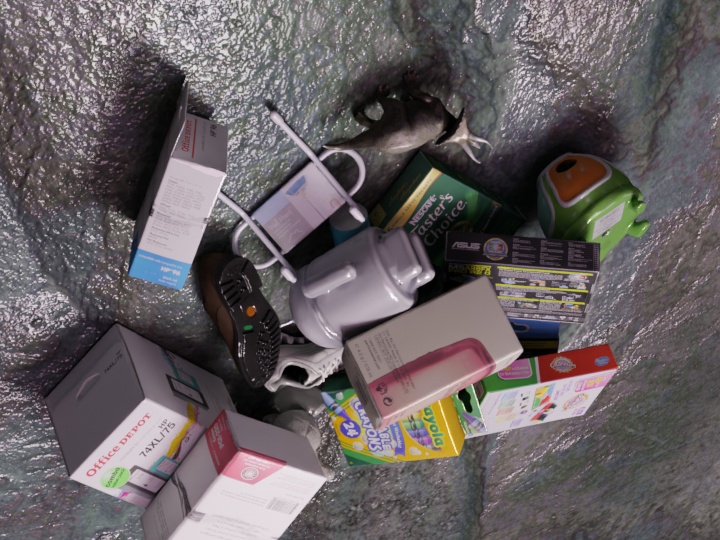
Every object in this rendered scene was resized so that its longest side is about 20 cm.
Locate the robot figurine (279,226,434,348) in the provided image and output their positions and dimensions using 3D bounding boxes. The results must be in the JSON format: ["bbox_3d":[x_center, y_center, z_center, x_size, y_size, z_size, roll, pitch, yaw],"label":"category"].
[{"bbox_3d":[-0.007,0.023,1.589,0.199,0.114,0.169,-30,156,19],"label":"robot figurine"}]

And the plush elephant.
[{"bbox_3d":[-0.106,0.246,1.748,0.153,0.165,0.201,-8,124,31],"label":"plush elephant"}]

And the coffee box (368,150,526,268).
[{"bbox_3d":[0.115,-0.067,1.697,0.199,0.044,0.123,26,113,-41],"label":"coffee box"}]

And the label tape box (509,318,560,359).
[{"bbox_3d":[0.212,0.119,1.865,0.141,0.067,0.202,1,129,2],"label":"label tape box"}]

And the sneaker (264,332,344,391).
[{"bbox_3d":[-0.058,0.122,1.736,0.198,0.081,0.076,-8,129,-26],"label":"sneaker"}]

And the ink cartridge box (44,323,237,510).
[{"bbox_3d":[-0.270,0.197,1.629,0.147,0.147,0.199,-45,134,12],"label":"ink cartridge box"}]

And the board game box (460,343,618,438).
[{"bbox_3d":[0.242,0.170,1.789,0.197,0.041,0.154,-9,151,-17],"label":"board game box"}]

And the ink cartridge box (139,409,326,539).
[{"bbox_3d":[-0.161,0.286,1.597,0.145,0.085,0.201,24,112,-36],"label":"ink cartridge box"}]

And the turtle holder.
[{"bbox_3d":[0.309,-0.082,1.731,0.141,0.132,0.185,-45,156,16],"label":"turtle holder"}]

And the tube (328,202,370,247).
[{"bbox_3d":[0.000,0.000,1.686,0.077,0.050,0.201,-40,141,-26],"label":"tube"}]

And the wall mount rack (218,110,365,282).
[{"bbox_3d":[-0.093,-0.091,1.544,0.200,0.075,0.174,-40,102,6],"label":"wall mount rack"}]

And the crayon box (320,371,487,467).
[{"bbox_3d":[0.059,0.193,1.732,0.198,0.052,0.127,-10,114,23],"label":"crayon box"}]

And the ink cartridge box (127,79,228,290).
[{"bbox_3d":[-0.197,-0.096,1.433,0.067,0.117,0.201,16,120,-15],"label":"ink cartridge box"}]

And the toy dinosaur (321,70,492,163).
[{"bbox_3d":[0.053,-0.177,1.527,0.198,0.103,0.078,-11,132,-23],"label":"toy dinosaur"}]

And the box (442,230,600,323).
[{"bbox_3d":[0.207,0.011,1.682,0.197,0.045,0.161,4,153,5],"label":"box"}]

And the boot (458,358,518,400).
[{"bbox_3d":[0.109,0.146,1.804,0.199,0.073,0.181,-25,139,31],"label":"boot"}]

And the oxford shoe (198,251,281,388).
[{"bbox_3d":[-0.155,0.058,1.624,0.072,0.084,0.202,-34,126,-32],"label":"oxford shoe"}]

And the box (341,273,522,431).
[{"bbox_3d":[0.086,0.106,1.605,0.198,0.110,0.128,-25,169,-9],"label":"box"}]
